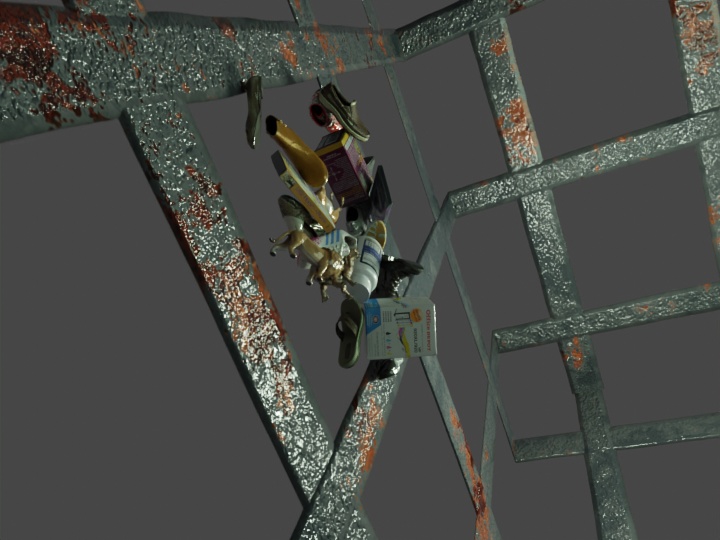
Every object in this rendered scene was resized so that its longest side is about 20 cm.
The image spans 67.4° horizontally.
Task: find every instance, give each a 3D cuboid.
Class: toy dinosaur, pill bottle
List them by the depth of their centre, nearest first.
[{"bbox_3d":[-0.077,0.004,1.433,0.198,0.086,0.137,-6,57,-47],"label":"toy dinosaur"},{"bbox_3d":[0.000,0.000,1.585,0.112,0.109,0.202,60,26,-32],"label":"pill bottle"}]

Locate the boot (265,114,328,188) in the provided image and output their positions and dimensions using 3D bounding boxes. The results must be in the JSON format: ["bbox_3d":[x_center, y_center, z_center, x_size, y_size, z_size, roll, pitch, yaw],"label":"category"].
[{"bbox_3d":[-0.169,-0.301,1.365,0.144,0.071,0.202,33,19,-53],"label":"boot"}]

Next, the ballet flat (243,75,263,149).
[{"bbox_3d":[-0.260,-0.380,1.290,0.068,0.045,0.204,106,-16,-70],"label":"ballet flat"}]

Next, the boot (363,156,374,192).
[{"bbox_3d":[0.019,-0.306,1.909,0.133,0.069,0.201,64,35,-33],"label":"boot"}]

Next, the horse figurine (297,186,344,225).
[{"bbox_3d":[-0.099,-0.193,1.538,0.201,0.049,0.134,59,38,-49],"label":"horse figurine"}]

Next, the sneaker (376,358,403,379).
[{"bbox_3d":[0.075,0.259,1.671,0.200,0.074,0.117,-25,95,-78],"label":"sneaker"}]

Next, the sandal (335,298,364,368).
[{"bbox_3d":[-0.034,0.160,1.449,0.057,0.079,0.204,35,43,-38],"label":"sandal"}]

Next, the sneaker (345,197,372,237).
[{"bbox_3d":[-0.008,-0.196,1.732,0.082,0.073,0.203,59,26,-46],"label":"sneaker"}]

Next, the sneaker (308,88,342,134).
[{"bbox_3d":[-0.098,-0.461,1.706,0.203,0.066,0.109,58,28,-30],"label":"sneaker"}]

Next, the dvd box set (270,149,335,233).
[{"bbox_3d":[-0.145,-0.198,1.356,0.200,0.029,0.147,49,7,-35],"label":"dvd box set"}]

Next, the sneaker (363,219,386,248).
[{"bbox_3d":[0.039,-0.074,1.735,0.088,0.074,0.204,-87,-176,-65],"label":"sneaker"}]

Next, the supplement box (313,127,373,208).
[{"bbox_3d":[-0.049,-0.321,1.682,0.202,0.102,0.132,63,22,-26],"label":"supplement box"}]

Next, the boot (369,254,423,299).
[{"bbox_3d":[0.103,0.050,1.641,0.068,0.199,0.178,11,93,-38],"label":"boot"}]

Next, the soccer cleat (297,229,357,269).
[{"bbox_3d":[-0.081,-0.054,1.390,0.199,0.085,0.071,-38,141,-49],"label":"soccer cleat"}]

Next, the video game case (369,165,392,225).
[{"bbox_3d":[0.061,-0.215,1.723,0.201,0.019,0.145,108,-27,-60],"label":"video game case"}]

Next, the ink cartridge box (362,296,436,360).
[{"bbox_3d":[0.108,0.161,1.541,0.145,0.196,0.151,-116,-157,-83],"label":"ink cartridge box"}]

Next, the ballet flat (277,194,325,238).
[{"bbox_3d":[-0.148,-0.115,1.369,0.200,0.067,0.077,41,56,-58],"label":"ballet flat"}]

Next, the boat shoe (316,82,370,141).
[{"bbox_3d":[-0.038,-0.479,1.627,0.202,0.075,0.075,41,31,-17],"label":"boat shoe"}]

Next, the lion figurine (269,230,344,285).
[{"bbox_3d":[-0.123,-0.043,1.286,0.200,0.072,0.124,46,44,-22],"label":"lion figurine"}]
